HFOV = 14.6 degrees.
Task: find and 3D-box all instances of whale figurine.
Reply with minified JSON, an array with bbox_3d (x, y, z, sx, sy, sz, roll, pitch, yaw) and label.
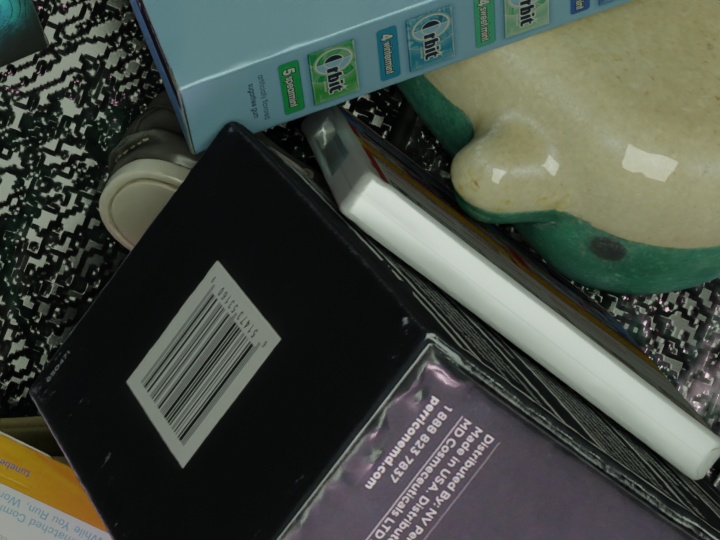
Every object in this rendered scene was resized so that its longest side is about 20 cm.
[{"bbox_3d":[0.063,-0.064,1.003,0.199,0.104,0.159,23,49,5],"label":"whale figurine"}]

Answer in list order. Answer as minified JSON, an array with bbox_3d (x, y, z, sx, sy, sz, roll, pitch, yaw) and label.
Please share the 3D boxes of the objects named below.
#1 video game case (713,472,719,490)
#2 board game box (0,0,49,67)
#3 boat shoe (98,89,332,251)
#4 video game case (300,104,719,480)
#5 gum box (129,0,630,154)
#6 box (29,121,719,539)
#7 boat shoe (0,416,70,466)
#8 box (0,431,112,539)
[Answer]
[{"bbox_3d":[0.235,0.107,1.079,0.200,0.023,0.182,33,89,-9],"label":"video game case"},{"bbox_3d":[-0.214,-0.085,0.943,0.199,0.135,0.028,-24,57,-6],"label":"board game box"},{"bbox_3d":[0.000,0.000,1.012,0.200,0.067,0.057,32,49,-14],"label":"boat shoe"},{"bbox_3d":[0.045,0.000,0.949,0.143,0.200,0.017,37,96,-10],"label":"video game case"},{"bbox_3d":[0.006,-0.148,0.966,0.199,0.045,0.170,-20,61,-7],"label":"gum box"},{"bbox_3d":[0.024,0.080,0.882,0.198,0.200,0.123,34,96,-27],"label":"box"},{"bbox_3d":[-0.107,0.070,0.995,0.199,0.073,0.063,-12,99,-7],"label":"boat shoe"},{"bbox_3d":[-0.155,0.138,0.894,0.119,0.042,0.200,25,56,1],"label":"box"}]
